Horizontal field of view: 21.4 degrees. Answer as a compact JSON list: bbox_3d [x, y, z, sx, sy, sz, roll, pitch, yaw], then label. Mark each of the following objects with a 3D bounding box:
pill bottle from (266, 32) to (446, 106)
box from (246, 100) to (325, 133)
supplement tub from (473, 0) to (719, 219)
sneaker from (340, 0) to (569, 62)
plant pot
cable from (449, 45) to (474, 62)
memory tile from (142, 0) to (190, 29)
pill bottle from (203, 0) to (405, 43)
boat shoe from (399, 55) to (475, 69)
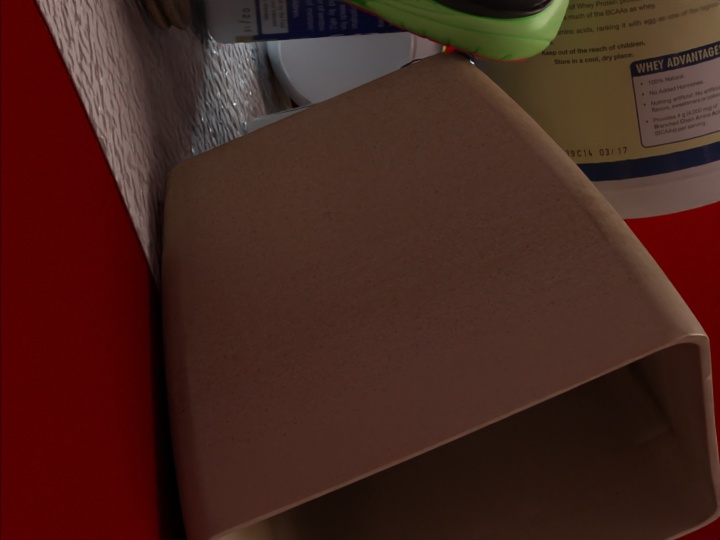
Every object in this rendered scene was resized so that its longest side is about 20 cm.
[{"bbox_3d":[-0.001,-0.151,1.212,0.200,0.111,0.112,-65,142,-78],"label":"pill bottle"},{"bbox_3d":[0.000,0.000,1.083,0.200,0.077,0.095,69,11,-51],"label":"box"},{"bbox_3d":[0.117,-0.138,0.864,0.145,0.144,0.201,-84,163,-70],"label":"supplement tub"},{"bbox_3d":[-0.004,-0.154,0.790,0.077,0.199,0.084,-74,-174,-81],"label":"sneaker"},{"bbox_3d":[0.020,0.032,0.790,0.200,0.199,0.178,66,1,-61],"label":"plant pot"},{"bbox_3d":[0.020,-0.179,1.042,0.200,0.097,0.050,53,-15,5],"label":"cable"},{"bbox_3d":[-0.106,-0.218,0.866,0.201,0.017,0.154,-94,169,-48],"label":"memory tile"},{"bbox_3d":[0.018,-0.181,0.972,0.120,0.199,0.120,176,-90,-89],"label":"pill bottle"},{"bbox_3d":[0.050,-0.081,0.991,0.200,0.074,0.093,-92,172,-61],"label":"boat shoe"}]
